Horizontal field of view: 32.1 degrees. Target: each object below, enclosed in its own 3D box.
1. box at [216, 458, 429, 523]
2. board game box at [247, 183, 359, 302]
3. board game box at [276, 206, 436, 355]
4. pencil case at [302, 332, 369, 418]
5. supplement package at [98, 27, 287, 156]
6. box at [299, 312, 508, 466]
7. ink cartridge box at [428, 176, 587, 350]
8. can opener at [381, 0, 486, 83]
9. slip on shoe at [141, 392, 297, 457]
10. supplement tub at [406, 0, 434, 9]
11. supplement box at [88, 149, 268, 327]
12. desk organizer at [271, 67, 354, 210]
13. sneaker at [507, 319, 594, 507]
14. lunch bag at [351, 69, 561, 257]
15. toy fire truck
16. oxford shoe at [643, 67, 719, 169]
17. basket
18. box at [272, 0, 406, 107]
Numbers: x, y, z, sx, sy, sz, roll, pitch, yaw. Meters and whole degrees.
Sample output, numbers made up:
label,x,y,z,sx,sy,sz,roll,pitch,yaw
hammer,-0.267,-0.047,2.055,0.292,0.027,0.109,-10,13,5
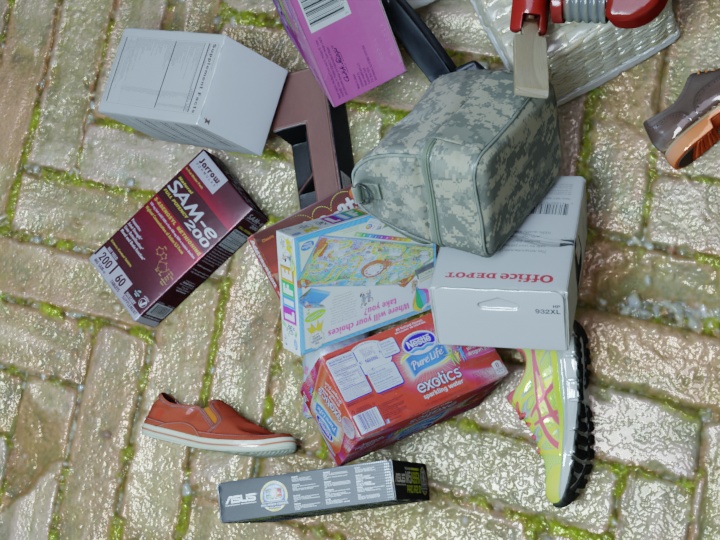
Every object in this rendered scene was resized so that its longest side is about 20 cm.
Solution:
label,x,y,z,sx,sy,sz,roll,pitch,yaw
box,-0.037,0.245,1.381,0.198,0.160,0.045,-11,76,15
board game box,-0.023,-0.034,1.419,0.199,0.019,0.104,-29,89,-30
board game box,0.000,0.000,1.381,0.034,0.198,0.136,21,121,48
pencil case,-0.025,0.076,1.450,0.090,0.083,0.203,1,79,-14
supplement package,-0.202,-0.215,1.504,0.199,0.109,0.115,14,84,43
box,0.047,0.121,1.364,0.198,0.096,0.100,-20,71,-27
ink cartridge box,0.164,-0.012,1.353,0.143,0.084,0.201,2,40,16
can opener,0.087,-0.243,1.446,0.078,0.063,0.200,-39,101,16
slip on shoe,-0.166,0.184,1.481,0.198,0.074,0.062,8,79,23
supplement tub,0.033,-0.426,1.485,0.144,0.145,0.201,-35,66,8
supplement box,-0.224,-0.038,1.541,0.200,0.061,0.109,-43,71,4
desk organizer,-0.055,-0.138,1.504,0.076,0.072,0.203,-12,77,16
sneaker,0.206,0.159,1.377,0.089,0.078,0.203,-5,73,24
lunch bag,0.102,-0.123,1.327,0.166,0.141,0.200,15,45,30
toy fire truck,0.221,-0.269,1.263,0.174,0.129,0.203,8,95,17
oxford shoe,0.401,-0.204,1.382,0.200,0.071,0.073,-41,67,6
basket,0.226,-0.316,1.407,0.199,0.161,0.200,-28,74,11
box,-0.047,-0.320,1.421,0.096,0.177,0.201,-26,41,-2
